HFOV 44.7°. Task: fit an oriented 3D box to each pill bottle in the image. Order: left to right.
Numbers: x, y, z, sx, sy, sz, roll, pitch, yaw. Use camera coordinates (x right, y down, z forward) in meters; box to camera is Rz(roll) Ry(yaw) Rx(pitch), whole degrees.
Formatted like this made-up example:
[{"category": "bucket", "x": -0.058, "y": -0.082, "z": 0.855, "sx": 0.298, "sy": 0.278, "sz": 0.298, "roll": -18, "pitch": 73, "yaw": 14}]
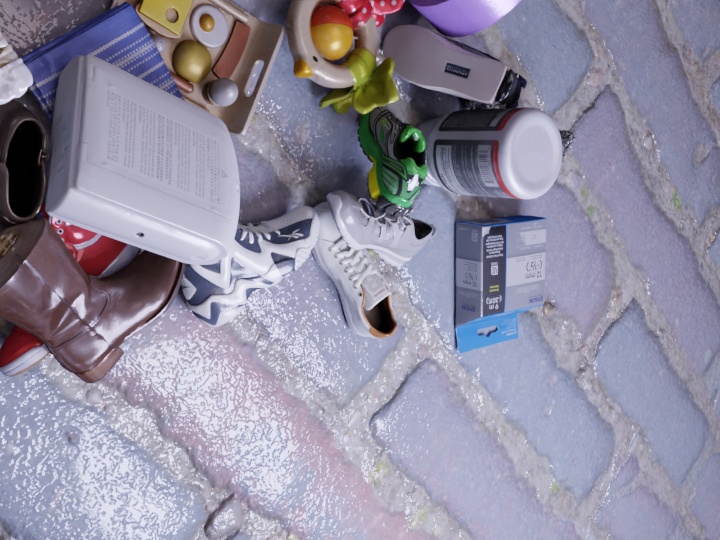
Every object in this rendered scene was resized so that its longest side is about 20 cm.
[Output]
[{"category": "pill bottle", "x": 0.163, "y": -0.159, "z": 1.183, "sx": 0.115, "sy": 0.199, "sz": 0.118, "roll": -7, "pitch": 101, "yaw": -36}]

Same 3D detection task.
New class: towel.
[{"category": "towel", "x": -0.250, "y": -0.160, "z": 0.919, "sx": 0.145, "sy": 0.024, "sz": 0.201, "roll": -41, "pitch": 120, "yaw": -29}]

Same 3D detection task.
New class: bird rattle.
[{"category": "bird rattle", "x": -0.016, "y": -0.296, "z": 1.078, "sx": 0.162, "sy": 0.112, "sz": 0.203, "roll": -1, "pitch": 97, "yaw": -39}]

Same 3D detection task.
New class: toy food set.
[{"category": "toy food set", "x": -0.188, "y": -0.259, "z": 0.983, "sx": 0.199, "sy": 0.060, "sz": 0.145, "roll": 26, "pitch": 81, "yaw": -38}]

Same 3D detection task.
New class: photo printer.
[{"category": "photo printer", "x": -0.205, "y": -0.101, "z": 0.868, "sx": 0.199, "sy": 0.069, "sz": 0.168, "roll": 21, "pitch": 54, "yaw": -42}]

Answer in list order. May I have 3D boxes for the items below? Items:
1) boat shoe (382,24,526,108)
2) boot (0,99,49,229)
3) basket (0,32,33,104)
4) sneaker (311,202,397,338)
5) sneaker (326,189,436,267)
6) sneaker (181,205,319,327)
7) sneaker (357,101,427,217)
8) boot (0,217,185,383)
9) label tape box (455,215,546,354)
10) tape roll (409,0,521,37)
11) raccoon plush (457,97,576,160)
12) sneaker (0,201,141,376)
[{"category": "boat shoe", "x": 0.127, "y": -0.265, "z": 1.167, "sx": 0.092, "sy": 0.199, "sz": 0.075, "roll": 1, "pitch": 117, "yaw": -60}, {"category": "boot", "x": -0.347, "y": -0.061, "z": 0.835, "sx": 0.070, "sy": 0.145, "sz": 0.203, "roll": -4, "pitch": 100, "yaw": -42}, {"category": "basket", "x": -0.418, "y": -0.176, "z": 0.732, "sx": 0.199, "sy": 0.197, "sz": 0.162, "roll": -37, "pitch": 116, "yaw": -27}, {"category": "sneaker", "x": 0.000, "y": 0.000, "z": 1.156, "sx": 0.073, "sy": 0.084, "sz": 0.202, "roll": -36, "pitch": 114, "yaw": -26}, {"category": "sneaker", "x": 0.027, "y": -0.069, "z": 1.132, "sx": 0.199, "sy": 0.082, "sz": 0.075, "roll": 21, "pitch": 43, "yaw": -57}, {"category": "sneaker", "x": -0.142, "y": -0.043, "z": 1.040, "sx": 0.198, "sy": 0.079, "sz": 0.130, "roll": -38, "pitch": 127, "yaw": -16}, {"category": "sneaker", "x": 0.053, "y": -0.162, "z": 1.124, "sx": 0.077, "sy": 0.085, "sz": 0.202, "roll": 19, "pitch": 41, "yaw": -29}, {"category": "boot", "x": -0.267, "y": -0.005, "z": 0.851, "sx": 0.188, "sy": 0.064, "sz": 0.201, "roll": -60, "pitch": 148, "yaw": -22}, {"category": "label tape box", "x": 0.215, "y": 0.022, "z": 1.340, "sx": 0.142, "sy": 0.066, "sz": 0.203, "roll": -8, "pitch": 101, "yaw": -37}, {"category": "tape roll", "x": 0.152, "y": -0.405, "z": 1.136, "sx": 0.065, "sy": 0.199, "sz": 0.202, "roll": 34, "pitch": 76, "yaw": -35}, {"category": "raccoon plush", "x": 0.212, "y": -0.206, "z": 1.255, "sx": 0.199, "sy": 0.133, "sz": 0.098, "roll": 32, "pitch": 79, "yaw": -37}, {"category": "sneaker", "x": -0.328, "y": 0.004, "z": 0.909, "sx": 0.201, "sy": 0.071, "sz": 0.113, "roll": -55, "pitch": 129, "yaw": -27}]
